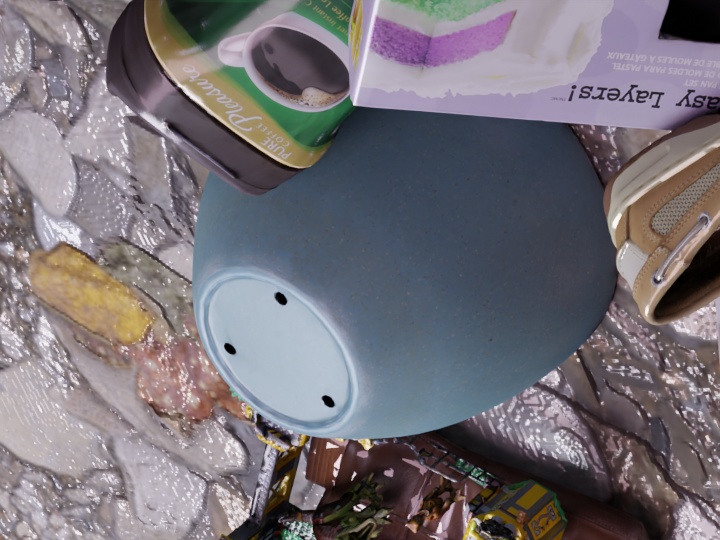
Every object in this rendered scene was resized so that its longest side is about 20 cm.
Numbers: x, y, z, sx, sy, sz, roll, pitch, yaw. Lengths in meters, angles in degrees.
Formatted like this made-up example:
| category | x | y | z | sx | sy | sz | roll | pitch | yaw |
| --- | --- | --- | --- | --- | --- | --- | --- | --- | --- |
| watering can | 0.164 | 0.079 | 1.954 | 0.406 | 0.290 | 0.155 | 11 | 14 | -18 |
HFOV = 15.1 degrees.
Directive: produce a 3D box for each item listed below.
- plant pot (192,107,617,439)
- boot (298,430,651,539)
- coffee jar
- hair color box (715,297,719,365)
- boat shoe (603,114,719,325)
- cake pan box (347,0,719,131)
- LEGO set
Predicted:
| category | x | y | z | sx | sy | sz | roll | pitch | yaw |
| --- | --- | --- | --- | --- | --- | --- | --- | --- | --- |
| plant pot | 0.000 | 0.000 | 1.257 | 0.199 | 0.135 | 0.201 | 24 | 137 | 25 |
| boot | 0.062 | 0.167 | 1.412 | 0.199 | 0.064 | 0.187 | 23 | 135 | 20 |
| coffee jar | -0.013 | -0.120 | 1.140 | 0.104 | 0.086 | 0.200 | 37 | 122 | -27 |
| hair color box | 0.206 | 0.069 | 1.102 | 0.111 | 0.064 | 0.201 | -13 | 78 | 47 |
| boat shoe | 0.184 | -0.043 | 1.049 | 0.071 | 0.076 | 0.200 | 30 | 126 | -33 |
| cake pan box | 0.104 | -0.134 | 1.035 | 0.199 | 0.053 | 0.185 | 5 | 140 | -10 |
| LEGO set | -0.007 | 0.145 | 1.330 | 0.200 | 0.116 | 0.154 | 36 | 127 | 15 |
